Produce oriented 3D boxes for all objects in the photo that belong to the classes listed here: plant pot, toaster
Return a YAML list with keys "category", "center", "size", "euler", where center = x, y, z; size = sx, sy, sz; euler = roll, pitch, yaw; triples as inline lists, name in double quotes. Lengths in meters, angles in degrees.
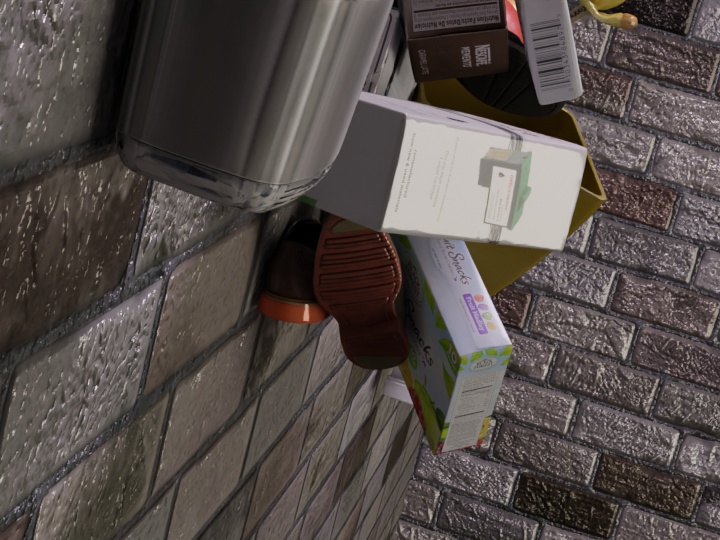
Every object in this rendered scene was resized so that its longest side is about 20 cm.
- category: "plant pot"
  center: [0.093, -0.086, 1.469]
  size: [0.177, 0.199, 0.200]
  euler: [-57, -162, 25]
- category: "toaster"
  center: [-0.055, -0.111, 0.789]
  size: [0.200, 0.113, 0.130]
  euler: [-51, 159, -73]

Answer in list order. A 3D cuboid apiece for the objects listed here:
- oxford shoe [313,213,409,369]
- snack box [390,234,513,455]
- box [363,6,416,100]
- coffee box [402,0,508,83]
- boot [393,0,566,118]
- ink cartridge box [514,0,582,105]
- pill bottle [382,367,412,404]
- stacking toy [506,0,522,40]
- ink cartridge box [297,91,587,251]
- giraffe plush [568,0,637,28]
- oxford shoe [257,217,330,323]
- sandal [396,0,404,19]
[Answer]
- category: "oxford shoe"
  center: [0.000, 0.000, 1.230]
  size: [0.201, 0.070, 0.074]
  euler: [82, 6, -54]
- category: "snack box"
  center: [0.062, 0.034, 1.304]
  size: [0.143, 0.053, 0.201]
  euler: [101, -27, -49]
- category: "box"
  center: [-0.001, -0.144, 1.257]
  size: [0.200, 0.060, 0.117]
  euler: [36, 71, -82]
- category: "coffee box"
  center: [0.070, -0.263, 1.199]
  size: [0.114, 0.079, 0.202]
  euler: [54, 31, -79]
- category: "boot"
  center: [0.114, -0.240, 1.422]
  size: [0.073, 0.199, 0.151]
  euler: [-55, -166, 47]
- category: "ink cartridge box"
  center: [0.144, -0.259, 1.275]
  size: [0.200, 0.040, 0.201]
  euler: [-80, 158, -70]
- category: "pill bottle"
  center: [0.099, 0.095, 2.214]
  size: [0.112, 0.111, 0.201]
  euler: [22, 84, -82]
- category: "stacking toy"
  center: [0.124, -0.265, 1.750]
  size: [0.200, 0.145, 0.147]
  euler: [-14, 123, -59]
- category: "ink cartridge box"
  center: [0.045, -0.076, 1.100]
  size: [0.199, 0.146, 0.085]
  euler: [4, 103, -45]
- category: "giraffe plush"
  center: [0.222, -0.336, 1.397]
  size: [0.200, 0.172, 0.163]
  euler: [-40, 128, -17]
- category: "oxford shoe"
  center: [-0.030, -0.010, 1.306]
  size: [0.200, 0.071, 0.073]
  euler: [-44, 145, -73]
- category: "sandal"
  center: [0.062, -0.273, 1.318]
  size: [0.083, 0.049, 0.204]
  euler: [52, 31, -42]
